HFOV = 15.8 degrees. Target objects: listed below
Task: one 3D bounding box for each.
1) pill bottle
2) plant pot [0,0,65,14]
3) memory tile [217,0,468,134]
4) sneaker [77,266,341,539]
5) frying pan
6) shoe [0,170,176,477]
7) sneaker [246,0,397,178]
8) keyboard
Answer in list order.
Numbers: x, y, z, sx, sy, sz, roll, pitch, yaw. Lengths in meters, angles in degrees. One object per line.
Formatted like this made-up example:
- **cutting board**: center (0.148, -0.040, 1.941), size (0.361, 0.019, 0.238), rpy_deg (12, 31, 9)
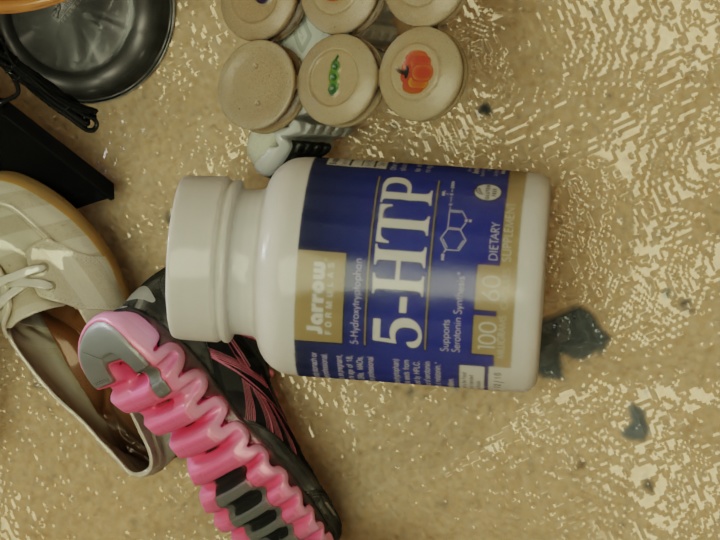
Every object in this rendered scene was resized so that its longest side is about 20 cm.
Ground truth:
- **pill bottle**: center (0.000, 0.000, 1.401), size (0.200, 0.120, 0.120), rpy_deg (4, 99, 5)
- **plant pot**: center (-0.202, -0.257, 1.420), size (0.200, 0.140, 0.200), rpy_deg (-4, 116, -8)
- **memory tile**: center (-0.008, -0.175, 1.390), size (0.153, 0.017, 0.200), rpy_deg (-1, 83, 31)
- **sneaker**: center (-0.069, 0.079, 1.481), size (0.079, 0.095, 0.200), rpy_deg (-20, 115, 43)
- **frying pan**: center (-0.179, -0.188, 1.509), size (0.115, 0.031, 0.190), rpy_deg (-23, 92, 19)
- **shoe**: center (-0.165, 0.032, 1.496), size (0.070, 0.053, 0.200), rpy_deg (-28, 100, 29)
- **sneaker**: center (-0.020, -0.148, 1.440), size (0.081, 0.075, 0.200), rpy_deg (27, 97, 21)
- **keyboard**: center (-0.212, -0.094, 1.454), size (0.127, 0.200, 0.021), rpy_deg (-15, 51, 37)
